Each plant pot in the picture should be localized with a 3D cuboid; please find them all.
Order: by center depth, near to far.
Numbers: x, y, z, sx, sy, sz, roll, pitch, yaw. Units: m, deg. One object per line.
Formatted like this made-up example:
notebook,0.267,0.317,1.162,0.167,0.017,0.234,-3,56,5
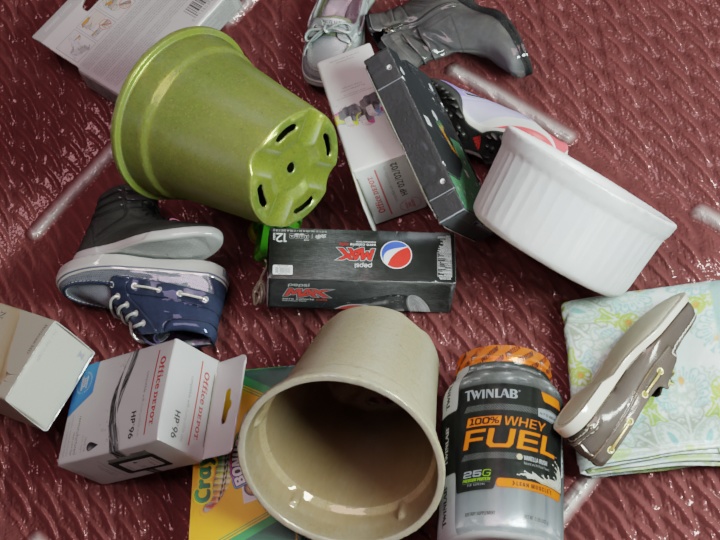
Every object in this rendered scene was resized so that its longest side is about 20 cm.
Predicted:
plant pot,-0.002,0.135,1.580,0.200,0.201,0.184,-1,31,14
plant pot,-0.131,-0.139,1.715,0.184,0.201,0.201,27,71,36

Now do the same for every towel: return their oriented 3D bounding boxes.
towel,0.294,0.109,1.615,0.170,0.048,0.201,-7,60,10

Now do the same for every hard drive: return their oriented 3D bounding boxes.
hard drive,0.078,-0.132,1.722,0.038,0.140,0.201,-30,74,16

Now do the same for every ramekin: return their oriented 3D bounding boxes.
ramekin,0.212,-0.056,1.640,0.200,0.200,0.098,36,101,28

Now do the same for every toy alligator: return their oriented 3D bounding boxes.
toy alligator,-0.091,-0.044,1.796,0.054,0.059,0.201,14,58,-24

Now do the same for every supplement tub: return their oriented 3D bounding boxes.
supplement tub,0.138,0.182,1.569,0.122,0.123,0.201,-4,61,12

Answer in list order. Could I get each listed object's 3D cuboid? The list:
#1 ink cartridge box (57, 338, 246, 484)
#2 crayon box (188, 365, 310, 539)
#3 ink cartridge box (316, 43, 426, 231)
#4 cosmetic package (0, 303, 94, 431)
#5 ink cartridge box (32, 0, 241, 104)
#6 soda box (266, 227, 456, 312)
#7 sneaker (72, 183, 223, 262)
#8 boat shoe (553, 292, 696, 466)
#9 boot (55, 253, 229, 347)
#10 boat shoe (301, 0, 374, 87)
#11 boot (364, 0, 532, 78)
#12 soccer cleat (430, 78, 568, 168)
ink cartridge box,-0.216,0.144,1.662,0.200,0.068,0.116,-17,54,38
crayon box,-0.109,0.202,1.657,0.118,0.058,0.201,-6,60,11
ink cartridge box,0.018,-0.134,1.779,0.068,0.115,0.201,-19,59,4
cosmetic package,-0.395,0.094,1.747,0.200,0.073,0.104,11,64,42
ink cartridge box,-0.276,-0.307,1.991,0.176,0.045,0.200,33,73,26
soda box,0.000,0.000,1.708,0.199,0.071,0.064,2,60,-3
sneaker,-0.235,-0.056,1.805,0.199,0.071,0.100,-9,59,32
boat shoe,0.268,0.104,1.563,0.060,0.072,0.200,46,64,-5
boot,-0.248,0.037,1.774,0.199,0.073,0.091,-1,56,13
boat shoe,-0.024,-0.310,1.917,0.074,0.065,0.203,13,66,21
boot,0.099,-0.256,1.853,0.131,0.070,0.200,-32,47,-11
soccer cleat,0.144,-0.160,1.801,0.073,0.068,0.200,-17,38,-36
